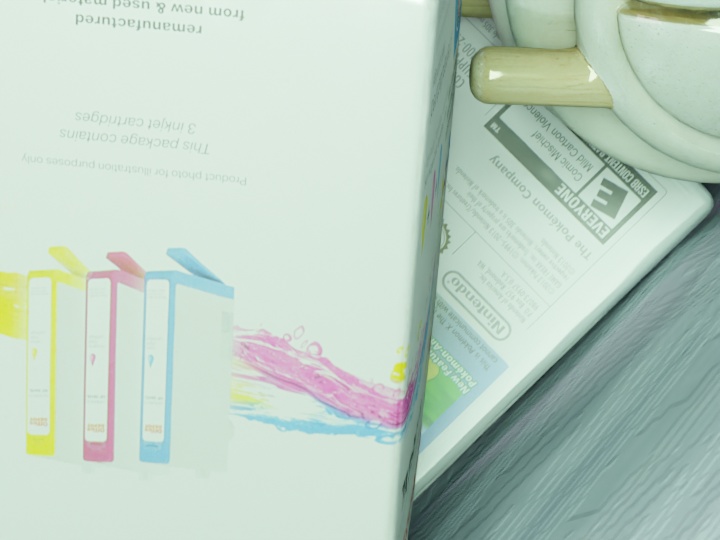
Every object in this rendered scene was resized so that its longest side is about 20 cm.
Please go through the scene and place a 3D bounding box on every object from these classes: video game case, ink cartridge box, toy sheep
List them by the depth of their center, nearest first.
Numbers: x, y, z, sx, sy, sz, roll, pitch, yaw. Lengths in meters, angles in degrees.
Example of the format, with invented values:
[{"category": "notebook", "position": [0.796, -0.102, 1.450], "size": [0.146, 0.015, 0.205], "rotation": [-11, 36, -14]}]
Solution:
[{"category": "ink cartridge box", "position": [-0.044, 0.003, 0.526], "size": [0.129, 0.125, 0.200], "rotation": [-74, -11, -66]}, {"category": "toy sheep", "position": [0.094, -0.084, 0.555], "size": [0.138, 0.138, 0.200], "rotation": [-42, 20, 17]}, {"category": "video game case", "position": [-0.026, -0.027, 0.634], "size": [0.182, 0.200, 0.022], "rotation": [-44, -10, 0]}]
